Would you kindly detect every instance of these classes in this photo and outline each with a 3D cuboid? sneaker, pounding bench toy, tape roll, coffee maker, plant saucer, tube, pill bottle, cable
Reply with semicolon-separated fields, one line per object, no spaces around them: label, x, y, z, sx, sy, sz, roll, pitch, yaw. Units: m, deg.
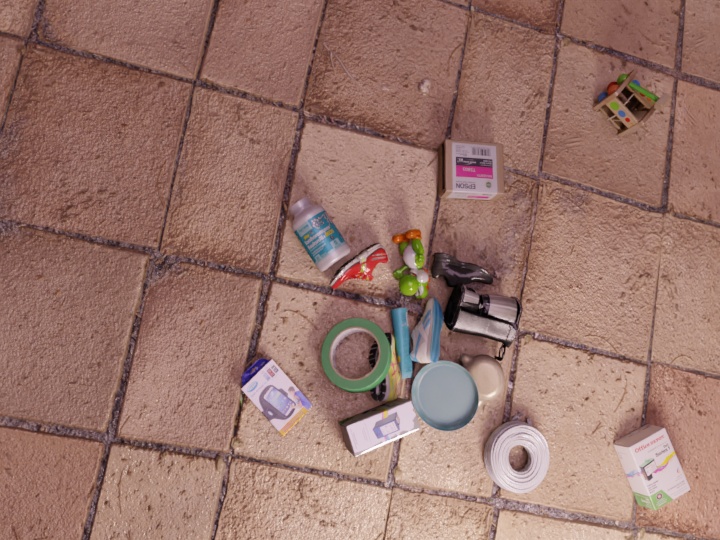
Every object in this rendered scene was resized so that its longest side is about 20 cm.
sneaker;0.000;0.000;1.693;0.198;0.077;0.086;-35;95;-13
sneaker;0.077;0.282;1.677;0.090;0.077;0.204;27;62;-44
pounding bench toy;0.882;-0.561;1.881;0.156;0.200;0.124;45;77;-3
tape roll;-0.011;0.237;1.628;0.196;0.048;0.205;-5;68;11
sneaker;0.192;0.171;1.703;0.076;0.079;0.203;43;50;-44
coffee maker;0.353;0.152;1.711;0.196;0.135;0.196;12;81;-9
plant saucer;0.245;0.359;1.675;0.196;0.027;0.205;1;93;21
tube;0.125;0.212;1.696;0.077;0.050;0.205;5;75;-56
sneaker;0.304;0.014;1.760;0.196;0.076;0.093;19;89;-1
pill bottle;-0.124;-0.108;1.663;0.110;0.111;0.202;-34;90;-14
cable;0.463;0.549;1.711;0.197;0.069;0.203;-27;88;-14

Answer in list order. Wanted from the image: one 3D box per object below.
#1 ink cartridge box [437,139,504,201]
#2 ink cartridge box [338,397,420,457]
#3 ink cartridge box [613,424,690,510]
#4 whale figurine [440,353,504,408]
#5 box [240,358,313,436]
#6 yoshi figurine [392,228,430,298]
ink cartridge box;0.342;-0.310;1.803;0.196;0.075;0.169;1;81;-12
ink cartridge box;0.050;0.428;1.606;0.196;0.145;0.089;-17;84;-12
ink cartridge box;0.892;0.599;1.783;0.142;0.084;0.203;-21;86;-13
whale figurine;0.325;0.323;1.714;0.196;0.104;0.162;-18;87;12
box;-0.239;0.343;1.615;0.119;0.041;0.201;-42;94;-14
yoshi figurine;0.145;-0.013;1.713;0.110;0.112;0.204;-13;87;3
